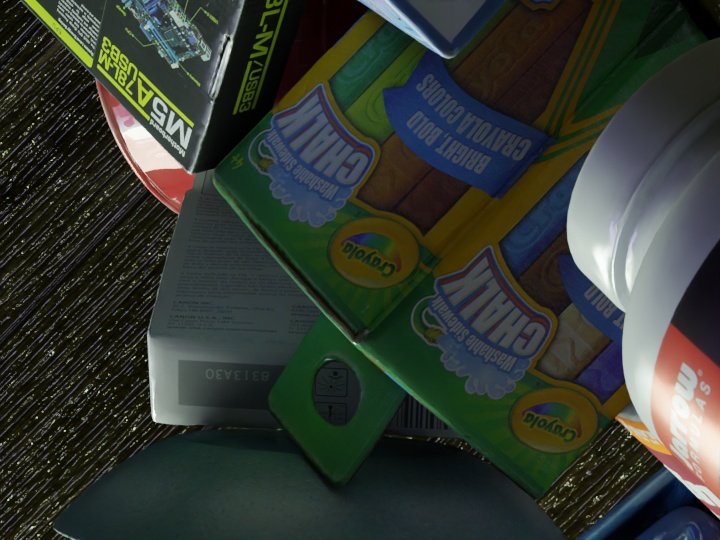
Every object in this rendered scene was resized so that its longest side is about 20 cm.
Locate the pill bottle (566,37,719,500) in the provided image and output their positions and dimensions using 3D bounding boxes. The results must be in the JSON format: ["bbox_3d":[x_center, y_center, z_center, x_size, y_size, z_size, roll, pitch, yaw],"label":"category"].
[{"bbox_3d":[0.138,0.030,0.551,0.200,0.112,0.112,45,-179,36],"label":"pill bottle"}]

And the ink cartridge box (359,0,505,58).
[{"bbox_3d":[-0.015,-0.156,0.810,0.136,0.076,0.200,44,-177,-19],"label":"ink cartridge box"}]

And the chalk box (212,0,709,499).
[{"bbox_3d":[0.040,-0.015,0.854,0.124,0.200,0.124,43,-179,-43],"label":"chalk box"}]

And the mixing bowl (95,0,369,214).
[{"bbox_3d":[-0.021,-0.117,1.171,0.108,0.200,0.200,4,151,43],"label":"mixing bowl"}]

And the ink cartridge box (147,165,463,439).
[{"bbox_3d":[0.000,0.000,1.031,0.200,0.161,0.050,-83,-5,-63],"label":"ink cartridge box"}]

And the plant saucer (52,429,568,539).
[{"bbox_3d":[-0.017,0.085,0.923,0.201,0.039,0.201,3,180,0],"label":"plant saucer"}]

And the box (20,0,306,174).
[{"bbox_3d":[-0.095,-0.177,1.049,0.200,0.047,0.193,44,136,28],"label":"box"}]

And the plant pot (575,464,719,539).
[{"bbox_3d":[0.152,0.218,1.119,0.200,0.200,0.180,43,-166,-16],"label":"plant pot"}]

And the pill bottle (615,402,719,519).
[{"bbox_3d":[0.159,0.036,0.988,0.200,0.113,0.113,43,-178,-32],"label":"pill bottle"}]
